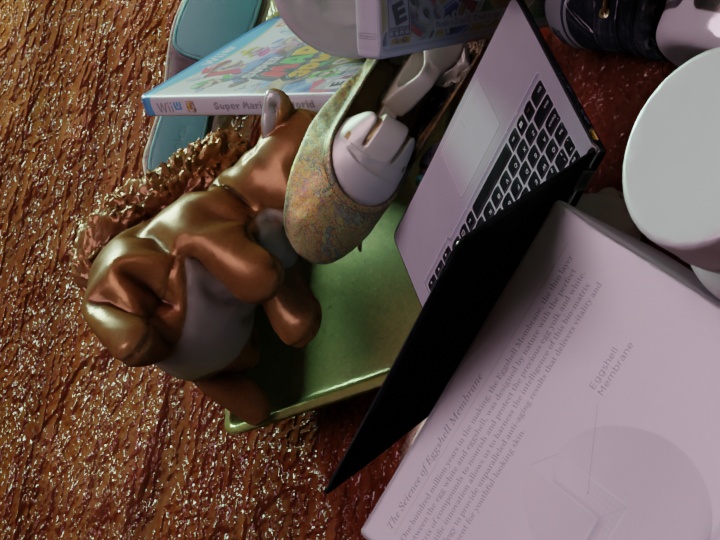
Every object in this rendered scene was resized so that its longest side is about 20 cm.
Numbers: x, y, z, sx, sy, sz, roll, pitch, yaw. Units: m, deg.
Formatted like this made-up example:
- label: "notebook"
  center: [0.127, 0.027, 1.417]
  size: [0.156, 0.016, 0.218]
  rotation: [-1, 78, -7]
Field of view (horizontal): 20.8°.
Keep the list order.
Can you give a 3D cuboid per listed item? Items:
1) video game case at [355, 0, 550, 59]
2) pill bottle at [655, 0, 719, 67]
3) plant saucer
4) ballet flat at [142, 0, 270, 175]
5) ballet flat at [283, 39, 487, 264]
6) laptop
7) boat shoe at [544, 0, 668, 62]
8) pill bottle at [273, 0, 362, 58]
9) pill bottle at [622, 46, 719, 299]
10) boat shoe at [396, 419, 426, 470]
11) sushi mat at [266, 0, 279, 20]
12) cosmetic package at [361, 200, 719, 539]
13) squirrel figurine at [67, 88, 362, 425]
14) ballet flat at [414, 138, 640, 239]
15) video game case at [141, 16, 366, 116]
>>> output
- label: "video game case"
  center: [0.068, -0.226, 1.139]
  size: [0.023, 0.199, 0.183]
  rotation: [10, 109, 42]
- label: "pill bottle"
  center: [0.242, -0.190, 1.032]
  size: [0.112, 0.112, 0.201]
  rotation: [21, 87, 53]
- label: "plant saucer"
  center: [0.000, 0.000, 1.271]
  size: [0.199, 0.048, 0.201]
  rotation: [-22, 55, 43]
- label: "ballet flat"
  center: [-0.116, -0.149, 1.475]
  size: [0.067, 0.062, 0.201]
  rotation: [21, 90, 9]
- label: "ballet flat"
  center: [0.019, -0.095, 1.173]
  size: [0.071, 0.071, 0.201]
  rotation: [2, 54, 50]
- label: "laptop"
  center: [0.035, -0.017, 1.037]
  size: [0.188, 0.115, 0.201]
  rotation: [-63, 35, 39]
- label: "boat shoe"
  center: [0.186, -0.219, 1.158]
  size: [0.091, 0.071, 0.201]
  rotation: [23, 94, 49]
- label: "pill bottle"
  center: [-0.009, -0.220, 1.316]
  size: [0.111, 0.111, 0.200]
  rotation: [-53, 16, 15]
- label: "pill bottle"
  center: [0.219, -0.021, 0.895]
  size: [0.113, 0.199, 0.114]
  rotation: [-26, 52, 39]
- label: "boat shoe"
  center: [0.060, 0.137, 1.123]
  size: [0.076, 0.072, 0.201]
  rotation: [16, 82, 27]
- label: "sushi mat"
  center: [-0.030, -0.144, 1.413]
  size: [0.096, 0.012, 0.201]
  rotation: [-36, 47, 30]
- label: "cosmetic package"
  center: [0.141, 0.107, 0.959]
  size: [0.200, 0.123, 0.200]
  rotation: [37, 100, 39]
- label: "squirrel figurine"
  center: [-0.089, -0.033, 1.250]
  size: [0.187, 0.141, 0.200]
  rotation: [-54, 41, 5]
- label: "ballet flat"
  center: [0.114, -0.030, 1.126]
  size: [0.200, 0.073, 0.073]
  rotation: [39, 101, 38]
- label: "video game case"
  center: [-0.035, -0.141, 1.323]
  size: [0.199, 0.018, 0.143]
  rotation: [4, 31, 44]
